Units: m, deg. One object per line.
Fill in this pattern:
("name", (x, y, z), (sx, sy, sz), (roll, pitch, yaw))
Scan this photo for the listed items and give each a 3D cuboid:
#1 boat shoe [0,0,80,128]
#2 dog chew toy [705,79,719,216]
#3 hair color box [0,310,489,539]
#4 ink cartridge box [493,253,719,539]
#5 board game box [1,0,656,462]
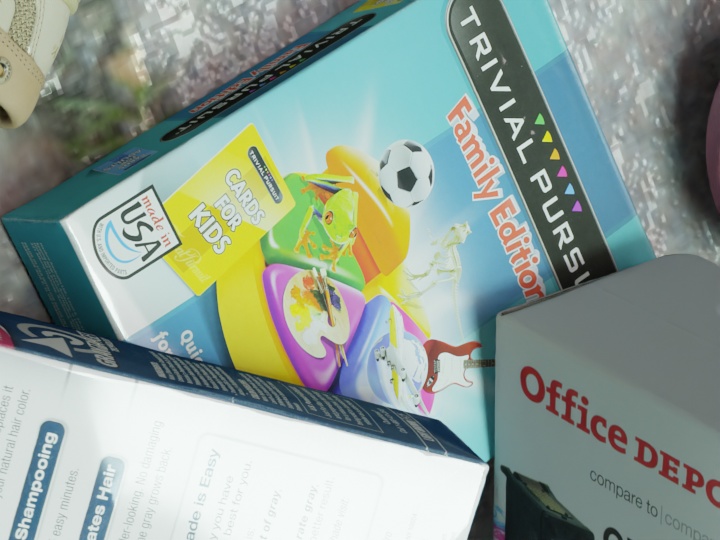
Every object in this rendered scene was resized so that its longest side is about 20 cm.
("boat shoe", (-0.167, -0.103, 0.791), (0.199, 0.071, 0.065), (25, 77, -32))
("dog chew toy", (0.222, -0.059, 1.019), (0.199, 0.124, 0.125), (-23, 103, -38))
("hair color box", (-0.072, 0.075, 0.823), (0.199, 0.061, 0.101), (15, 97, -17))
("ink cartridge box", (0.116, 0.115, 0.904), (0.083, 0.146, 0.201), (-17, 118, -32))
("board game box", (0.000, 0.000, 0.916), (0.200, 0.047, 0.152), (-34, 109, -27))
